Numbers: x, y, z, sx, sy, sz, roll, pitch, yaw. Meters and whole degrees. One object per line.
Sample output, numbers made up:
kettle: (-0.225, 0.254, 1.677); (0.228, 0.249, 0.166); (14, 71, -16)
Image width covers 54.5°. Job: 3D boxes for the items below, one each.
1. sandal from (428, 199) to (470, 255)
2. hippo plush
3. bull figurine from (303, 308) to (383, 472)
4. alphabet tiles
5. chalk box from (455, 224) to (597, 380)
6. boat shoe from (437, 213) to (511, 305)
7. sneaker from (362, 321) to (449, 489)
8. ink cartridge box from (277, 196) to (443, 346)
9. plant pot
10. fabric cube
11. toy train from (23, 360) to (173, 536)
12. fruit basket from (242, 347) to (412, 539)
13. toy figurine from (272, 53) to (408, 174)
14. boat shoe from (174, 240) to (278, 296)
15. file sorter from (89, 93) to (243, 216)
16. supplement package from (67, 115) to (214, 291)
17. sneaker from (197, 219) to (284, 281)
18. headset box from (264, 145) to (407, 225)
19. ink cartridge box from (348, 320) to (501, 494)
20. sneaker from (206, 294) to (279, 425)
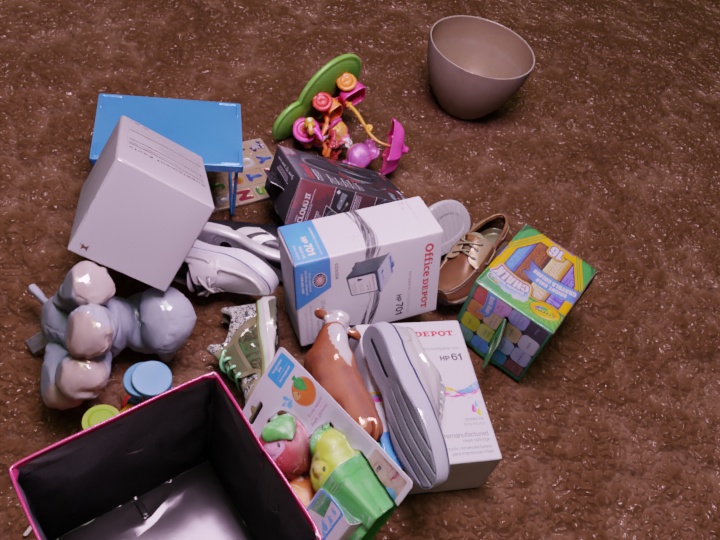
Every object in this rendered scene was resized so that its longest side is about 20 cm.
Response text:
sandal: (0.093, -0.049, 1.079); (0.202, 0.083, 0.050); (-35, 23, -33)
hippo plush: (-0.286, 0.083, 0.830); (0.161, 0.200, 0.160); (8, 73, -40)
bull figurine: (-0.035, 0.140, 0.833); (0.065, 0.122, 0.200); (17, 33, -34)
alphabet tiles: (-0.229, -0.160, 1.120); (0.200, 0.006, 0.167); (-18, 58, -27)
chalk box: (0.216, 0.056, 0.976); (0.124, 0.125, 0.200); (36, 50, 16)
boat shoe: (0.165, -0.024, 1.054); (0.076, 0.074, 0.200); (21, 42, 29)
sneaker: (0.067, 0.143, 0.788); (0.071, 0.073, 0.200); (1, 56, -31)
ink cartridge box: (0.000, 0.000, 0.927); (0.199, 0.147, 0.086); (-13, 42, -14)
plant pot: (0.212, -0.368, 1.327); (0.200, 0.135, 0.201); (7, 49, -8)
fabric cube: (-0.179, 0.257, 0.653); (0.196, 0.200, 0.200); (-23, 59, -31)
toy train: (-0.275, 0.187, 0.740); (0.085, 0.116, 0.200); (35, 50, 15)
fruit basket: (-0.062, 0.213, 0.736); (0.200, 0.185, 0.094); (40, 26, 16)
toy figurine: (-0.015, -0.229, 1.171); (0.200, 0.150, 0.184); (-41, 78, -14)
boat shoe: (-0.207, 0.005, 0.940); (0.200, 0.074, 0.065); (14, 50, 22)
file sorter: (-0.277, -0.161, 1.022); (0.199, 0.123, 0.139); (1, 51, -14)
supplement package: (-0.263, -0.086, 0.843); (0.120, 0.121, 0.200); (28, 15, -26)
sneaker: (-0.140, -0.048, 1.013); (0.199, 0.073, 0.112); (19, 43, -8)
headset box: (-0.043, -0.109, 1.016); (0.200, 0.075, 0.149); (12, 22, -24)
ink cartridge box: (0.070, 0.165, 0.871); (0.144, 0.085, 0.200); (-1, 50, -15)
sneaker: (-0.148, 0.117, 0.874); (0.088, 0.077, 0.200); (-1, 43, -3)
